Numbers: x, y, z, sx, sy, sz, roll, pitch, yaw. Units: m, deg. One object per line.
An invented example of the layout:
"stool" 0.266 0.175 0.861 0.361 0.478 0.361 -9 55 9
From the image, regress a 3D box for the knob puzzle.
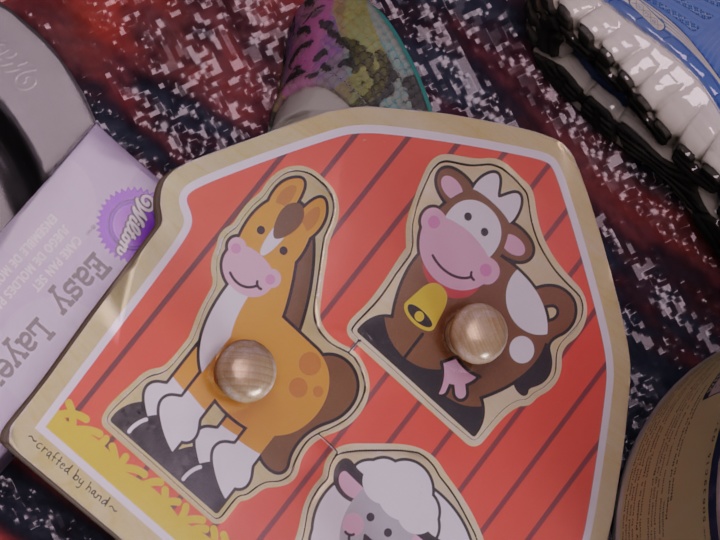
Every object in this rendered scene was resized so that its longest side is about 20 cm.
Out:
"knob puzzle" 0.011 0.033 0.939 0.218 0.030 0.221 2 85 -19

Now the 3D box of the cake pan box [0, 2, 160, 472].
"cake pan box" -0.178 -0.006 0.969 0.184 0.052 0.200 43 77 -2

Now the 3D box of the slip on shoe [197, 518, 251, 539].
"slip on shoe" -0.078 0.137 0.953 0.061 0.076 0.200 42 70 -12

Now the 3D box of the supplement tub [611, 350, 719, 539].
"supplement tub" 0.163 0.084 0.930 0.144 0.200 0.146 1 80 -9

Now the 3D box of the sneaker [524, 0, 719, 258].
"sneaker" 0.153 -0.052 1.012 0.089 0.079 0.200 -41 84 -14

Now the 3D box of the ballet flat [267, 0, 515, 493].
"ballet flat" 0.000 0.000 0.982 0.071 0.069 0.201 -12 85 -40
